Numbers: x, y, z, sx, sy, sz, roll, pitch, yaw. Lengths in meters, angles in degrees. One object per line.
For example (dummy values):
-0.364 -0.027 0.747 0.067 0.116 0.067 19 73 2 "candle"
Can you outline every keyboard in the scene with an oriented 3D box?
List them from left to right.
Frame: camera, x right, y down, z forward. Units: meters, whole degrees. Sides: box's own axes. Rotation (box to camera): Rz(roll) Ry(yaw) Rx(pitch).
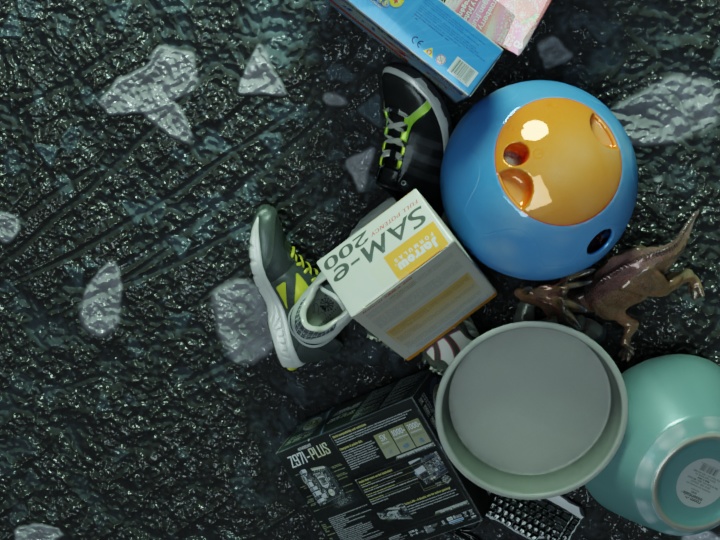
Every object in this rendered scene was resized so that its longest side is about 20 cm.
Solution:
0.150 0.282 1.725 0.199 0.021 0.127 29 112 2 "keyboard"

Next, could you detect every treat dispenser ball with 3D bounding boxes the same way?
0.180 -0.091 1.492 0.200 0.201 0.202 4 110 11 "treat dispenser ball"

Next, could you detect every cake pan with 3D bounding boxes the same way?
0.177 0.141 1.531 0.199 0.037 0.201 1 109 2 "cake pan"

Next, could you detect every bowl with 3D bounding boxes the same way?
0.342 0.201 1.571 0.200 0.105 0.202 -5 111 -12 "bowl"

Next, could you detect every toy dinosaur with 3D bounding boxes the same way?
0.271 0.010 1.534 0.200 0.086 0.135 -40 138 23 "toy dinosaur"

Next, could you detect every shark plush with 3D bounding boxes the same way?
0.186 0.125 1.641 0.083 0.091 0.201 22 110 -29 "shark plush"

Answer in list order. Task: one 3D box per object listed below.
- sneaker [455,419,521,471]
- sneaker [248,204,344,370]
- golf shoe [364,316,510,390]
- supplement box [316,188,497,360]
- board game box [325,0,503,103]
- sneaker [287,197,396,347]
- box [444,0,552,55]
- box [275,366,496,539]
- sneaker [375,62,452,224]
0.184 0.178 1.624 0.199 0.087 0.075 -3 114 -15 "sneaker"
-0.070 0.014 1.659 0.084 0.075 0.201 -10 115 9 "sneaker"
0.096 0.068 1.608 0.199 0.077 0.088 26 97 26 "golf shoe"
0.052 0.008 1.502 0.126 0.200 0.074 -36 67 4 "supplement box"
0.041 -0.251 1.466 0.200 0.196 0.056 38 94 -3 "board game box"
0.000 0.000 1.593 0.076 0.081 0.200 37 79 4 "sneaker"
0.171 -0.329 1.465 0.094 0.103 0.201 29 111 1 "box"
0.033 0.225 1.675 0.199 0.086 0.164 -26 100 30 "box"
0.052 -0.117 1.548 0.072 0.083 0.201 20 136 51 "sneaker"
